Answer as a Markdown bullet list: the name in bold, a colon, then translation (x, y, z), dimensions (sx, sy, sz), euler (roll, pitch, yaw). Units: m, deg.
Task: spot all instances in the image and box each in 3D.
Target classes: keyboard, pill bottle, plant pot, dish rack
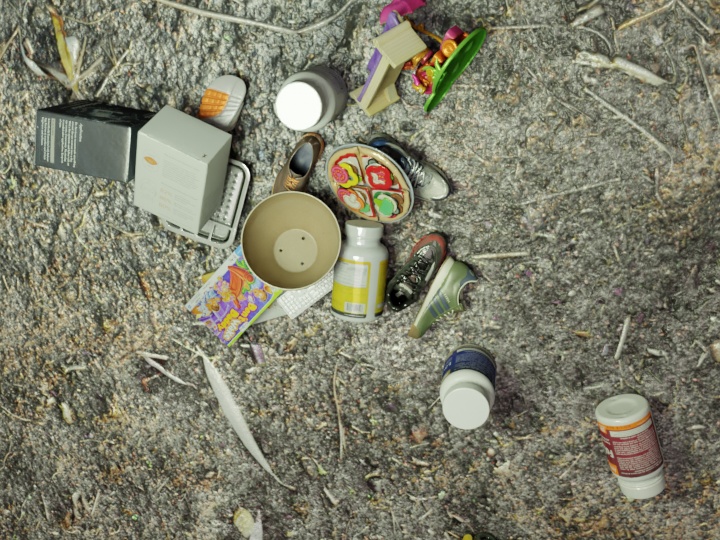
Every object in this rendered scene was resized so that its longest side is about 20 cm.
- **keyboard**: translation (-0.088, 0.026, 1.774), dimensions (0.200, 0.011, 0.056), euler (-37, 103, 5)
- **pill bottle**: translation (0.000, 0.000, 1.710), dimensions (0.112, 0.112, 0.201), euler (7, 105, 7)
- **pill bottle**: translation (0.226, 0.244, 1.717), dimensions (0.115, 0.200, 0.116), euler (3, 109, 9)
- **pill bottle**: translation (-0.097, -0.329, 1.577), dimensions (0.114, 0.200, 0.115), euler (3, 109, 9)
- **pill bottle**: translation (0.581, 0.377, 1.748), dimensions (0.114, 0.114, 0.201), euler (-15, 105, 15)
- **plant pot**: translation (-0.139, -0.050, 1.692), dimensions (0.199, 0.134, 0.201), euler (0, 81, -1)
- **dish rack**: translation (-0.329, -0.162, 1.759), dimensions (0.171, 0.044, 0.201), euler (20, 111, 4)

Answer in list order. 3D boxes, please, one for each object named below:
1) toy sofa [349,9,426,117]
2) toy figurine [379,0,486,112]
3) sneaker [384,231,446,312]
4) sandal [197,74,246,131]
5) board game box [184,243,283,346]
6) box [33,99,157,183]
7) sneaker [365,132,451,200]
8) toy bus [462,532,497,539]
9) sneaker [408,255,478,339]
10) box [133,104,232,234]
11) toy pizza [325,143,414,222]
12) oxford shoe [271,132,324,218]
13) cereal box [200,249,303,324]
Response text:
- **toy sofa**: translation (0.040, -0.385, 1.533), dimensions (0.083, 0.200, 0.098), euler (-36, 84, -22)
- **toy figurine**: translation (0.111, -0.435, 1.564), dimensions (0.184, 0.150, 0.200), euler (42, 136, 9)
- **sneaker**: translation (0.114, 0.010, 1.712), dimensions (0.071, 0.098, 0.201), euler (35, 110, -1)
- **sandal**: translation (-0.299, -0.308, 1.693), dimensions (0.079, 0.059, 0.207), euler (30, 103, 5)
- **board game box**: translation (-0.267, 0.050, 1.777), dimensions (0.134, 0.045, 0.200), euler (43, 109, -5)
- **box**: translation (-0.525, -0.269, 1.675), dimensions (0.199, 0.197, 0.118), euler (12, 109, 6)
- **sneaker**: translation (0.093, -0.199, 1.646), dimensions (0.200, 0.085, 0.077), euler (32, 104, -3)
- **toy bus**: translation (0.314, 0.721, 1.873), dimensions (0.199, 0.192, 0.136), euler (14, 112, 6)
- **sneaker**: translation (0.180, 0.074, 1.737), dimensions (0.090, 0.067, 0.201), euler (27, 108, 6)
- **box**: translation (-0.356, -0.199, 1.633), dimensions (0.152, 0.106, 0.200), euler (26, 136, 4)
- **toy pizza**: translation (0.013, -0.168, 1.651), dimensions (0.200, 0.032, 0.201), euler (20, 142, 17)
- **oxford shoe**: translation (-0.143, -0.192, 1.700), dimensions (0.071, 0.073, 0.200), euler (25, 111, 0)
- **cereal box**: translation (-0.236, 0.044, 1.815), dimensions (0.199, 0.040, 0.144), euler (-17, 105, 15)
